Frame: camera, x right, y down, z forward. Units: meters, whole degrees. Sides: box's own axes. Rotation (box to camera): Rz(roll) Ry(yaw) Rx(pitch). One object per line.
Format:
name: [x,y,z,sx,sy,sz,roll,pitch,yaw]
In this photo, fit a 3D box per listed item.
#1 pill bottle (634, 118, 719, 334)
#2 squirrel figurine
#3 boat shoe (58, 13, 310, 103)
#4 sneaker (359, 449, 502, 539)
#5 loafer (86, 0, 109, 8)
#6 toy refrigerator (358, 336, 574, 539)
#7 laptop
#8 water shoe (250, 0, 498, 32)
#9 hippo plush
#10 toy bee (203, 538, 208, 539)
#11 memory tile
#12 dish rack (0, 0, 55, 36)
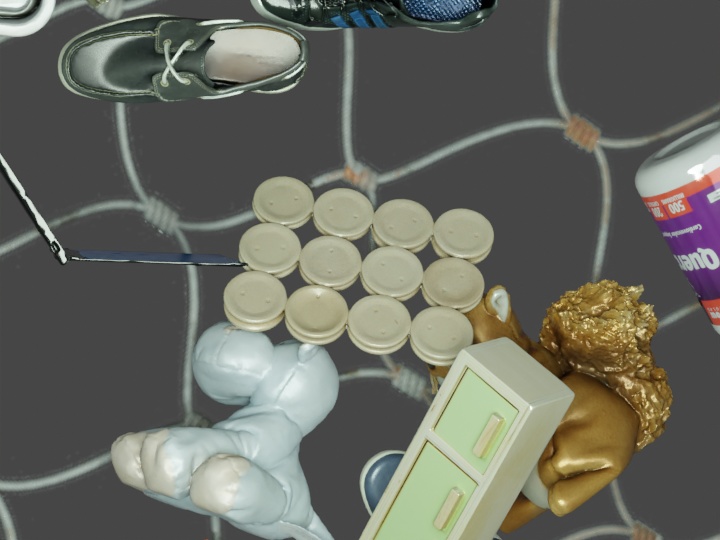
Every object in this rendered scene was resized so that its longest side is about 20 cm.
pill bottle: [0.319,-0.021,1.556,0.112,0.112,0.200,-31,97,-8]
squirrel figurine: [0.152,0.087,1.534,0.200,0.142,0.187,-34,87,-15]
boat shoe: [-0.139,-0.170,1.487,0.200,0.068,0.072,-3,95,-9]
sneaker: [0.082,0.227,1.537,0.200,0.085,0.075,45,85,-9]
loafer: [-0.149,-0.272,1.484,0.200,0.075,0.070,-28,109,-4]
toy refrigerator: [0.077,0.156,1.439,0.076,0.070,0.200,41,119,26]
laptop: [-0.196,-0.060,1.419,0.116,0.187,0.200,-33,98,-8]
water shoe: [0.012,-0.230,1.505,0.200,0.079,0.072,0,93,-11]
hippo plush: [-0.080,0.119,1.464,0.200,0.159,0.161,20,78,6]
toy bee: [-0.087,0.317,1.512,0.131,0.109,0.200,-14,69,-7]
memory tile: [0.000,0.000,1.489,0.200,0.017,0.153,11,54,2]
dish rack: [-0.327,-0.270,1.419,0.200,0.044,0.172,4,108,-10]
